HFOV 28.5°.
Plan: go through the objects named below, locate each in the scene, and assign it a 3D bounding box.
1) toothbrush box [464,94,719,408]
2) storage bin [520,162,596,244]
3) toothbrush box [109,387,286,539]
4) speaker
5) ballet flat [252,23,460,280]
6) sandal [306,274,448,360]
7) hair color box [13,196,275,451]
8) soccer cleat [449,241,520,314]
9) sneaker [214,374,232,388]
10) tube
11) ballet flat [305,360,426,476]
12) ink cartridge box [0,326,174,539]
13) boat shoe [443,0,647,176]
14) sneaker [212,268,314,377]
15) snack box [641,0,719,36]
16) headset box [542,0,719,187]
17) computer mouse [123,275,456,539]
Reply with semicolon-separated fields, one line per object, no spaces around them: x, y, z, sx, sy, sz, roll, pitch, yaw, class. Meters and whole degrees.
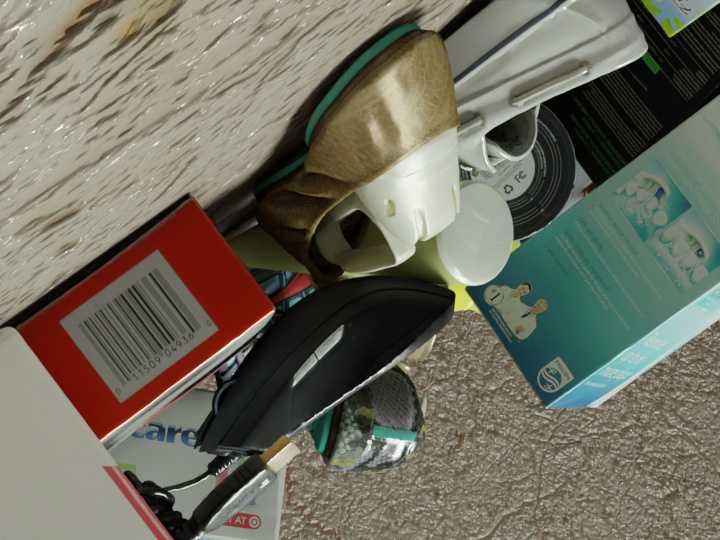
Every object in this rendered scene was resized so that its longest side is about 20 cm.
0.176;-0.011;0.804;0.200;0.085;0.146;-38;164;12;toothbrush box
0.116;-0.080;1.120;0.200;0.146;0.134;-37;169;24;storage bin
-0.141;0.127;0.858;0.145;0.087;0.200;12;159;-18;toothbrush box
0.076;-0.068;0.842;0.081;0.081;0.200;-36;-174;6;speaker
0.004;-0.038;0.620;0.068;0.073;0.200;-32;177;-26;ballet flat
0.002;-0.006;0.822;0.212;0.069;0.078;-108;-145;-77;sandal
-0.100;0.033;0.658;0.101;0.061;0.200;-37;178;-11;hair color box
0.079;0.002;0.965;0.065;0.084;0.200;-37;-178;17;soccer cleat
-0.055;0.059;0.983;0.090;0.079;0.200;-8;-147;-1;sneaker
-0.003;-0.020;0.751;0.199;0.058;0.052;3;-104;52;tube
-0.001;0.069;0.787;0.072;0.072;0.200;-36;-167;-2;ballet flat
-0.175;0.140;0.556;0.200;0.146;0.085;-38;180;31;ink cartridge box
0.055;-0.077;0.679;0.073;0.066;0.200;-36;-179;-36;boat shoe
-0.063;0.032;0.892;0.200;0.096;0.079;-36;179;-27;sneaker
0.203;-0.191;0.596;0.168;0.068;0.200;-37;-179;-4;snack box
0.218;-0.139;0.836;0.174;0.093;0.200;-15;154;-44;headset box
-0.038;0.054;0.631;0.200;0.046;0.140;-34;-173;-9;computer mouse
